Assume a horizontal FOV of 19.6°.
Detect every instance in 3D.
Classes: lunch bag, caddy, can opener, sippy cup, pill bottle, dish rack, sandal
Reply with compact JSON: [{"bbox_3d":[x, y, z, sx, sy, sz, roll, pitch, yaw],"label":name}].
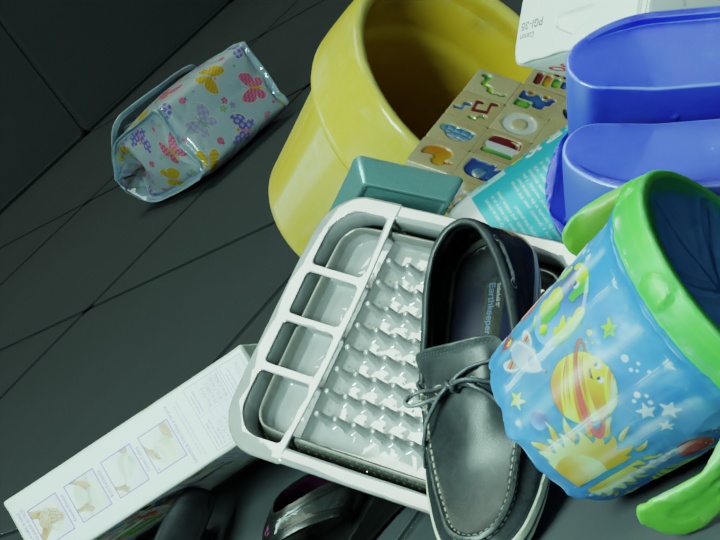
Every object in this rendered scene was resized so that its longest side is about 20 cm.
[{"bbox_3d":[-0.216,-0.180,2.602,0.170,0.127,0.200,-42,8,-30],"label":"lunch bag"},{"bbox_3d":[0.198,-0.065,1.154,0.200,0.105,0.141,-3,54,14],"label":"caddy"},{"bbox_3d":[-0.119,0.194,1.307,0.200,0.079,0.063,-81,10,-76],"label":"can opener"},{"bbox_3d":[0.138,0.042,1.024,0.130,0.140,0.178,-42,1,27],"label":"sippy cup"},{"bbox_3d":[0.129,-0.025,1.276,0.200,0.111,0.111,-35,14,6],"label":"pill bottle"},{"bbox_3d":[0.032,0.053,1.203,0.200,0.044,0.172,14,72,40],"label":"dish rack"},{"bbox_3d":[-0.012,0.133,1.236,0.200,0.048,0.075,-42,15,-25],"label":"sandal"}]

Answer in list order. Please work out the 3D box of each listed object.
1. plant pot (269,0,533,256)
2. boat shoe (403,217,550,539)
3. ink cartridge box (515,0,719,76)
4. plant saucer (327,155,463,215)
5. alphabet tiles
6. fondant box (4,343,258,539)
[{"bbox_3d":[0.033,-0.090,1.567,0.189,0.201,0.201,-46,4,43],"label":"plant pot"},{"bbox_3d":[0.060,0.061,1.109,0.075,0.062,0.200,-12,59,28],"label":"boat shoe"},{"bbox_3d":[0.219,-0.155,1.302,0.147,0.200,0.083,-7,74,63],"label":"ink cartridge box"},{"bbox_3d":[0.000,0.000,1.333,0.200,0.070,0.019,118,158,-50],"label":"plant saucer"},{"bbox_3d":[0.132,-0.080,1.425,0.200,0.166,0.006,-52,-23,-47],"label":"alphabet tiles"},{"bbox_3d":[-0.125,0.124,1.423,0.200,0.058,0.144,-35,-9,12],"label":"fondant box"}]
